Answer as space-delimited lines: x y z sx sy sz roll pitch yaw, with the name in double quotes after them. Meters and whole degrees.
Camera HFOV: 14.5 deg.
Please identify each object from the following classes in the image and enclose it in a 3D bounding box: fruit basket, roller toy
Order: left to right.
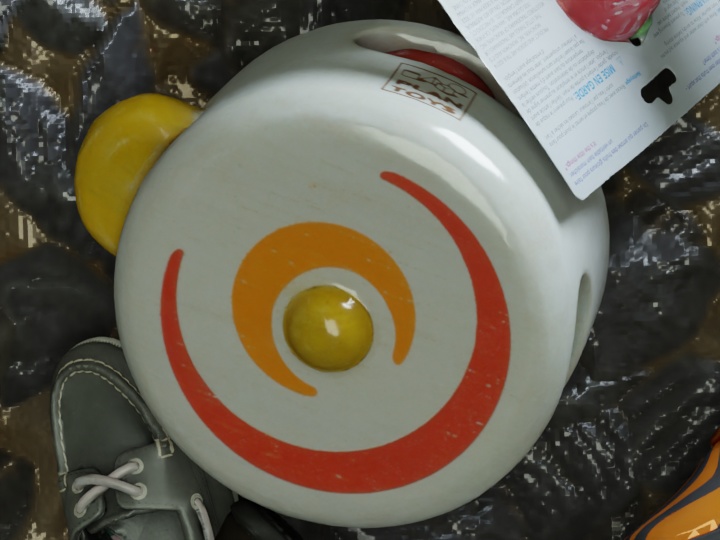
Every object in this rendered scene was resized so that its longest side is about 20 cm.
0.000 0.000 1.116 0.182 0.140 0.200 -20 104 20 "roller toy"
0.064 -0.138 1.126 0.094 0.185 0.200 -27 97 37 "fruit basket"

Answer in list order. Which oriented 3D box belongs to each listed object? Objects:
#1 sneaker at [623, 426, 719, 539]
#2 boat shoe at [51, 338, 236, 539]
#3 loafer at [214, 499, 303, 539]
0.173 0.048 1.166 0.200 0.078 0.112 -29 84 -18 "sneaker"
-0.082 0.125 1.175 0.067 0.057 0.200 -21 93 23 "boat shoe"
-0.018 0.188 1.123 0.071 0.073 0.200 -26 96 -3 "loafer"
